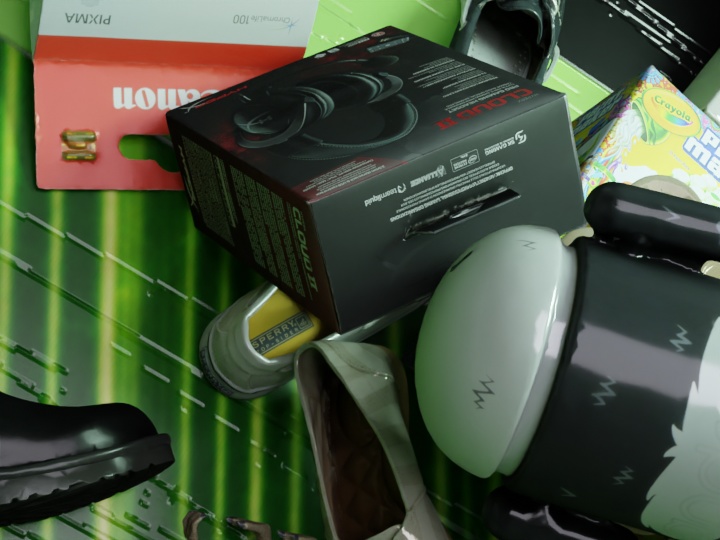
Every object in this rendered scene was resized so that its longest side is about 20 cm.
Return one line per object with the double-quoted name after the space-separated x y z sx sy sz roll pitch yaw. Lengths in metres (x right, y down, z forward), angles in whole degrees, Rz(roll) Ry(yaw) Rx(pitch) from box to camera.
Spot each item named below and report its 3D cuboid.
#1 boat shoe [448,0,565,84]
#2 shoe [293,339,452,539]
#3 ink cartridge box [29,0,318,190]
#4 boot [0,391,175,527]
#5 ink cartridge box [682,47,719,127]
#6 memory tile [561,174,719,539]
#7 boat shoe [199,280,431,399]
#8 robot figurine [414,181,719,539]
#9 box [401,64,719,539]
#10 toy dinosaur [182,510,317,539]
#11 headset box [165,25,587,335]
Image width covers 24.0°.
0.092 -0.143 1.036 0.075 0.060 0.201 27 64 -15 "boat shoe"
0.005 0.123 0.854 0.053 0.070 0.201 29 38 -49 "shoe"
-0.098 -0.145 0.923 0.159 0.047 0.202 -1 90 -24 "ink cartridge box"
-0.200 0.044 0.825 0.210 0.079 0.159 -4 76 -26 "boot"
0.300 -0.061 1.095 0.200 0.084 0.146 45 60 -6 "ink cartridge box"
0.166 0.059 0.863 0.153 0.017 0.200 -34 78 -20 "memory tile"
0.000 0.000 0.940 0.199 0.070 0.071 -32 89 -29 "boat shoe"
0.123 0.053 0.785 0.199 0.125 0.151 17 65 -2 "robot figurine"
0.168 0.030 0.980 0.200 0.122 0.193 41 62 -8 "box"
-0.058 0.182 0.874 0.199 0.058 0.102 16 83 -20 "toy dinosaur"
0.009 -0.051 0.873 0.148 0.200 0.078 -24 117 -20 "headset box"
